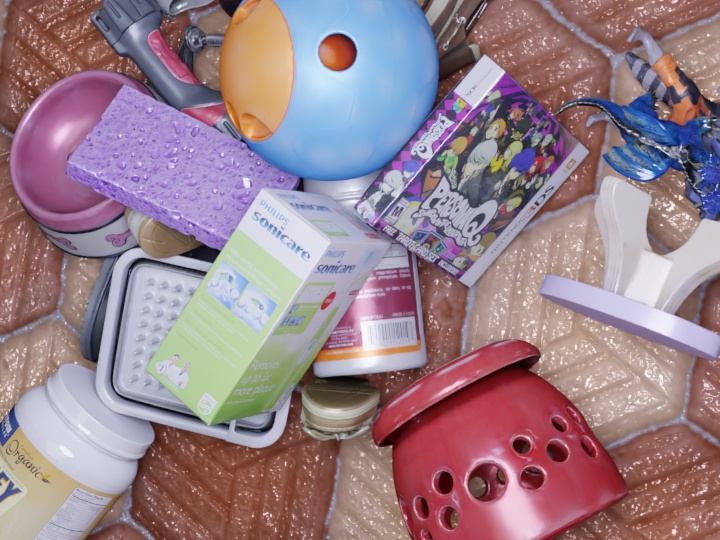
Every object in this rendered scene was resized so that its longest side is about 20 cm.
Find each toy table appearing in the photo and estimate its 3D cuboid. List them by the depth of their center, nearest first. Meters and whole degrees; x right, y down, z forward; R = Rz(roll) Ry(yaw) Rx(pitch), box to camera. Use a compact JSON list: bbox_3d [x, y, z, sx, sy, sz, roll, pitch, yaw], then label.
[{"bbox_3d":[0.263,-0.002,1.280,0.200,0.184,0.117,22,89,42],"label":"toy table"}]

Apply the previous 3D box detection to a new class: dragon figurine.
[{"bbox_3d":[0.255,-0.116,1.242,0.200,0.099,0.059,28,120,20],"label":"dragon figurine"}]

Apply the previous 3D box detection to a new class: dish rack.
[{"bbox_3d":[-0.155,0.073,1.388,0.200,0.044,0.172,13,101,9],"label":"dish rack"}]

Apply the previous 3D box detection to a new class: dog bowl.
[{"bbox_3d":[-0.271,-0.117,1.433,0.200,0.074,0.201,-7,70,20],"label":"dog bowl"}]

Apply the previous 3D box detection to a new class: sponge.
[{"bbox_3d":[-0.167,-0.093,1.333,0.200,0.030,0.112,26,56,6],"label":"sponge"}]

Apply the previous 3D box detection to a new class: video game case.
[{"bbox_3d":[0.108,-0.086,1.304,0.181,0.200,0.036,-49,55,7],"label":"video game case"}]

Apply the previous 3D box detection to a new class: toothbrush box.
[{"bbox_3d":[-0.081,0.032,1.263,0.086,0.146,0.200,37,103,18],"label":"toothbrush box"}]

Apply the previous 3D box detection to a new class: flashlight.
[{"bbox_3d":[-0.179,-0.200,1.407,0.068,0.068,0.200,-41,84,31],"label":"flashlight"}]

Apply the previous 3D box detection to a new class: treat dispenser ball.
[{"bbox_3d":[-0.029,-0.181,1.269,0.200,0.201,0.201,0,88,14],"label":"treat dispenser ball"}]

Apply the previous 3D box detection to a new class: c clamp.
[{"bbox_3d":[-0.110,-0.209,1.418,0.200,0.027,0.171,0,110,28],"label":"c clamp"}]

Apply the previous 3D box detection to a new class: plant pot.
[{"bbox_3d":[0.118,0.176,1.293,0.200,0.200,0.183,-32,77,11],"label":"plant pot"}]

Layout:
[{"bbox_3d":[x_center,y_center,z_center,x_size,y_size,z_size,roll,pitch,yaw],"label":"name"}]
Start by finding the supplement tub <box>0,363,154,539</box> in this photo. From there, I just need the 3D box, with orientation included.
[{"bbox_3d":[-0.319,0.208,1.429,0.144,0.144,0.200,42,98,12],"label":"supplement tub"}]

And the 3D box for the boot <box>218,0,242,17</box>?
[{"bbox_3d":[-0.043,-0.284,1.425,0.200,0.075,0.097,14,67,24],"label":"boot"}]

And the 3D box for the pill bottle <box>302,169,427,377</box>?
[{"bbox_3d":[0.000,0.000,1.370,0.114,0.114,0.200,-6,87,14],"label":"pill bottle"}]

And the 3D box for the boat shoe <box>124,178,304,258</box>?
[{"bbox_3d":[-0.141,-0.072,1.395,0.069,0.200,0.074,40,136,43],"label":"boat shoe"}]

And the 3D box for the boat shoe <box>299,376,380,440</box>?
[{"bbox_3d":[-0.021,0.138,1.329,0.073,0.201,0.063,4,91,-3],"label":"boat shoe"}]

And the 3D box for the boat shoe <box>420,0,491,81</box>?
[{"bbox_3d":[0.084,-0.223,1.377,0.075,0.075,0.203,26,95,7],"label":"boat shoe"}]

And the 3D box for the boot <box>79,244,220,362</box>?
[{"bbox_3d":[-0.176,0.044,1.444,0.200,0.066,0.165,18,95,10],"label":"boot"}]

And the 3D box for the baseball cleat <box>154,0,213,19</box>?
[{"bbox_3d":[-0.152,-0.349,1.439,0.106,0.070,0.200,44,110,25],"label":"baseball cleat"}]

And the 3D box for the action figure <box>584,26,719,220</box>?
[{"bbox_3d":[0.331,-0.162,1.299,0.193,0.105,0.200,29,120,8],"label":"action figure"}]
